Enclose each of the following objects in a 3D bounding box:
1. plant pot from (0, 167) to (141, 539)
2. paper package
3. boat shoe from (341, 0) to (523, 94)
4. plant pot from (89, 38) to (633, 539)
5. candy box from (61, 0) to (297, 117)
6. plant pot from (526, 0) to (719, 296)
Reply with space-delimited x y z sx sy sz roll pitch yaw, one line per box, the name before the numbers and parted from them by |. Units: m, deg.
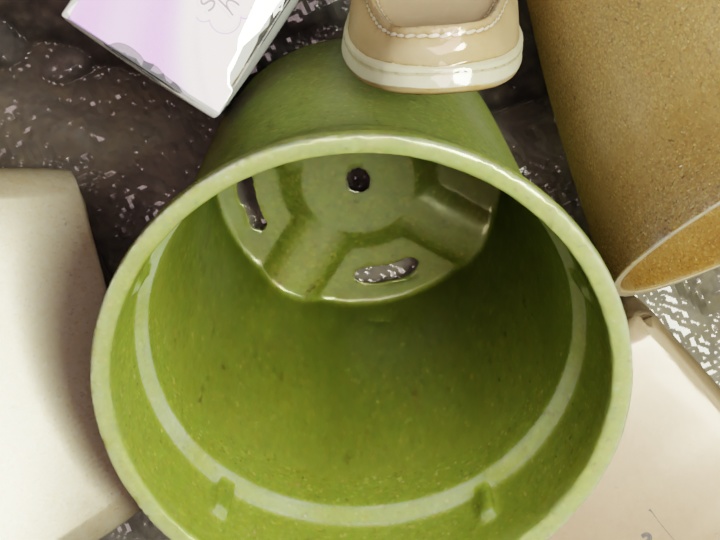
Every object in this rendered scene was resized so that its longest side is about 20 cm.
plant pot | -0.190 0.045 0.910 0.176 0.200 0.201 -17 96 -13
paper package | 0.111 0.144 0.970 0.191 0.103 0.200 -42 96 2
boat shoe | 0.028 -0.129 0.891 0.073 0.200 0.069 -2 116 0
plant pot | 0.000 0.000 0.896 0.199 0.184 0.201 0 117 0
candy box | -0.040 -0.149 0.889 0.071 0.200 0.168 33 92 -5
plant pot | 0.144 -0.120 0.927 0.186 0.186 0.201 -26 77 -1
